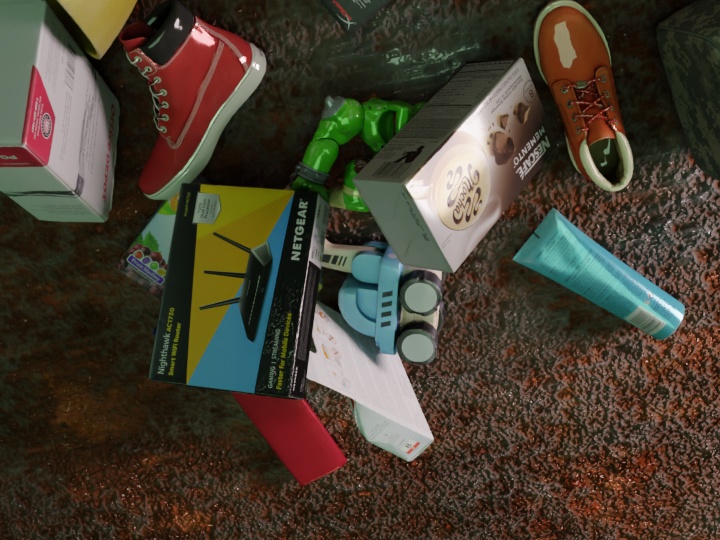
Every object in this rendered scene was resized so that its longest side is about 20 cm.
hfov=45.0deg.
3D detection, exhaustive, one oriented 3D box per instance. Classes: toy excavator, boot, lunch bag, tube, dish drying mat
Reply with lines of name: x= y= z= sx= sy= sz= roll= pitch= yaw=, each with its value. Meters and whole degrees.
toy excavator: x=0.000 y=0.000 z=0.997 sx=0.199 sy=0.100 sz=0.195 roll=6 pitch=115 yaw=9
boot: x=-0.207 y=-0.173 z=0.893 sx=0.144 sy=0.072 sz=0.200 roll=20 pitch=113 yaw=-44
lunch bag: x=0.412 y=-0.199 z=0.862 sx=0.167 sy=0.139 sz=0.201 roll=-31 pitch=112 yaw=-2
boot: x=0.234 y=-0.177 z=0.890 sx=0.075 sy=0.107 sz=0.201 roll=-20 pitch=112 yaw=13
tube: x=0.282 y=0.010 z=1.013 sx=0.199 sy=0.050 sz=0.078 roll=32 pitch=109 yaw=-7
dish drying mat: x=-0.098 y=0.191 z=1.127 sx=0.077 sy=0.018 sz=0.200 roll=-27 pitch=111 yaw=13

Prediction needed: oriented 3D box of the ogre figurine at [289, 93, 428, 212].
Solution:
ogre figurine: x=0.027 y=-0.123 z=0.925 sx=0.199 sy=0.098 sz=0.121 roll=6 pitch=111 yaw=-4

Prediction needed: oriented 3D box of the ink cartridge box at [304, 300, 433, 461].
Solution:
ink cartridge box: x=-0.018 y=0.114 z=0.975 sx=0.200 sy=0.163 sz=0.050 roll=29 pitch=114 yaw=-35

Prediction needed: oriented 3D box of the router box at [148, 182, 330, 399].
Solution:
router box: x=-0.118 y=0.020 z=0.861 sx=0.148 sy=0.051 sz=0.201 roll=4 pitch=79 yaw=14

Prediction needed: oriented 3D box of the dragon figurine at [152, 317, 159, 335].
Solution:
dragon figurine: x=-0.137 y=0.011 z=0.938 sx=0.200 sy=0.100 sz=0.059 roll=-38 pitch=109 yaw=16

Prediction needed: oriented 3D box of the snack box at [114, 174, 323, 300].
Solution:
snack box: x=-0.162 y=-0.002 z=1.016 sx=0.200 sy=0.053 sz=0.142 roll=37 pitch=110 yaw=-15

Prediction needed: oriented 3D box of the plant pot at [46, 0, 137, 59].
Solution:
plant pot: x=-0.269 y=-0.321 z=0.809 sx=0.200 sy=0.200 sz=0.142 roll=45 pitch=81 yaw=-17

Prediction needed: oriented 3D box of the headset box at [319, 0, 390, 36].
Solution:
headset box: x=0.019 y=-0.348 z=0.819 sx=0.200 sy=0.075 sz=0.149 roll=-36 pitch=110 yaw=25

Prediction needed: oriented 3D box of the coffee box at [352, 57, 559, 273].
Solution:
coffee box: x=0.100 y=-0.109 z=0.871 sx=0.200 sy=0.080 sz=0.113 roll=-47 pitch=124 yaw=-24

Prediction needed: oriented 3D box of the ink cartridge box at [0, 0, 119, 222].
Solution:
ink cartridge box: x=-0.312 y=-0.146 z=0.850 sx=0.083 sy=0.200 sz=0.146 roll=0 pitch=74 yaw=4
